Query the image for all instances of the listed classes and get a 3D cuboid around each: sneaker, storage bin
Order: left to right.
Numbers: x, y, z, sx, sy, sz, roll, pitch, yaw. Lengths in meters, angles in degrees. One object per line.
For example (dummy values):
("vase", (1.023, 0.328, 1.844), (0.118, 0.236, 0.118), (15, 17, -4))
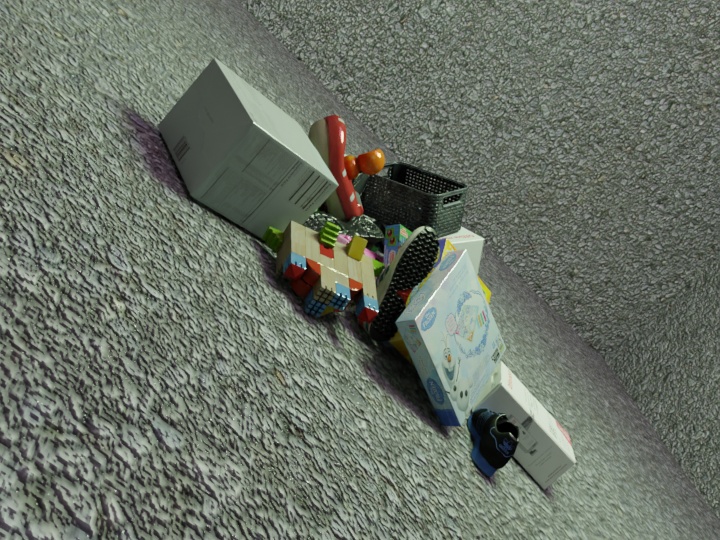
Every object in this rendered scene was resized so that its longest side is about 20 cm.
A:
("sneaker", (-0.044, -0.047, 1.467), (0.198, 0.091, 0.076), (5, 39, -45))
("sneaker", (0.050, 0.010, 1.350), (0.070, 0.203, 0.093), (24, 5, -36))
("storage bin", (0.106, -0.147, 1.699), (0.198, 0.096, 0.134), (24, 27, 36))
("sneaker", (0.228, 0.269, 1.384), (0.070, 0.078, 0.200), (44, 14, -6))

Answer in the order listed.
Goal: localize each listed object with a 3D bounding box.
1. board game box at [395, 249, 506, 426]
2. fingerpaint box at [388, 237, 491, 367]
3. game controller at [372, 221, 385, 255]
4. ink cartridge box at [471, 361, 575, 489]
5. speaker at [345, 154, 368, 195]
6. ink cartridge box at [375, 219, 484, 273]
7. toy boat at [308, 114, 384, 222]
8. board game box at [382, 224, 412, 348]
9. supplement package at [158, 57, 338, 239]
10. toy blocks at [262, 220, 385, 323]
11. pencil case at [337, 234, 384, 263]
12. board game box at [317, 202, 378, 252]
("board game box", (0.151, 0.105, 1.334), (0.200, 0.043, 0.202), (-48, 122, -44))
("fingerpaint box", (0.140, 0.078, 1.425), (0.167, 0.072, 0.203), (45, 49, -37))
("game controller", (0.069, -0.005, 1.641), (0.203, 0.042, 0.104), (64, 13, 25))
("ink cartridge box", (0.303, 0.286, 1.558), (0.200, 0.083, 0.147), (47, 13, 0))
("speaker", (-0.080, -0.215, 1.687), (0.198, 0.083, 0.081), (27, 4, 26))
("ink cartridge box", (0.139, -0.057, 1.733), (0.143, 0.085, 0.199), (-7, 27, -36))
("toy boat", (-0.018, -0.190, 1.515), (0.132, 0.128, 0.202), (-105, 176, -51))
("board game box", (0.088, 0.041, 1.458), (0.150, 0.036, 0.205), (28, 62, -53))
("supplement package", (-0.175, -0.178, 1.286), (0.199, 0.147, 0.192), (32, 19, -46))
("toy blocks", (-0.051, 0.013, 1.245), (0.197, 0.100, 0.138), (24, 34, -22))
("pencil case", (0.000, 0.000, 1.429), (0.091, 0.094, 0.199), (41, 8, 31))
("board game box", (-0.059, -0.114, 1.623), (0.198, 0.029, 0.135), (31, 20, -39))
